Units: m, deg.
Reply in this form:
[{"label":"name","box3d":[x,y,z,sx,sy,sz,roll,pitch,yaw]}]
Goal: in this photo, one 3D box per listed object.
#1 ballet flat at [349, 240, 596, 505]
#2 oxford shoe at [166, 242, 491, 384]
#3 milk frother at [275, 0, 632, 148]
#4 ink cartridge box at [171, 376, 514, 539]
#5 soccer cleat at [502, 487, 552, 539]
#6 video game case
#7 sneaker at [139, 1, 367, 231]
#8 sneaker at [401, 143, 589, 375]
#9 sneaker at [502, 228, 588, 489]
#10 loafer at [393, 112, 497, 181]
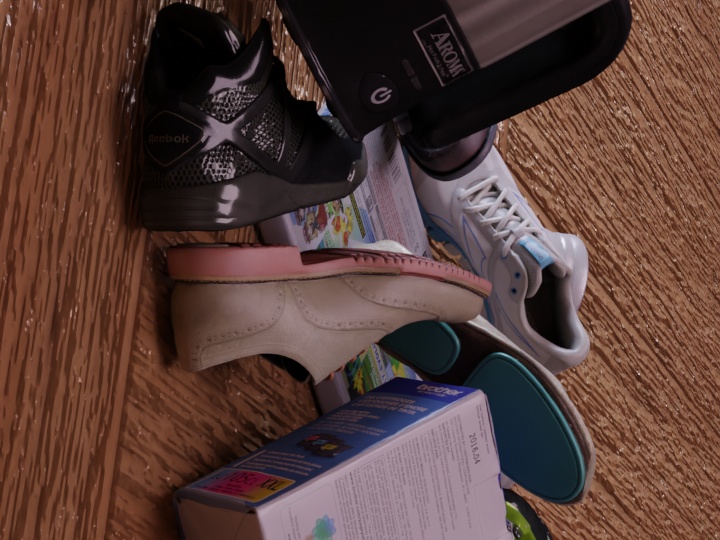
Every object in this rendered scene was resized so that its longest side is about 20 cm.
[{"label":"ballet flat","box3d":[0.069,0.051,1.212,0.200,0.067,0.062,44,30,9]},{"label":"oxford shoe","box3d":[-0.017,0.024,1.128,0.200,0.071,0.074,3,90,-31]},{"label":"milk frother","box3d":[0.042,-0.187,1.141,0.200,0.188,0.181,65,5,20]},{"label":"ink cartridge box","box3d":[0.009,0.145,1.120,0.200,0.076,0.137,-23,110,-36]},{"label":"soccer cleat","box3d":[0.104,0.194,1.452,0.200,0.067,0.081,66,21,-50]},{"label":"video game case","box3d":[0.000,0.000,1.292,0.182,0.022,0.200,-60,140,-53]},{"label":"sneaker","box3d":[-0.054,-0.088,1.116,0.199,0.076,0.114,-18,108,-61]},{"label":"sneaker","box3d":[0.098,-0.020,1.377,0.075,0.087,0.200,-31,95,-22]},{"label":"sneaker","box3d":[0.091,0.059,1.452,0.100,0.075,0.200,21,74,-24]},{"label":"loafer","box3d":[0.038,-0.139,1.332,0.063,0.072,0.200,44,26,-37]}]
